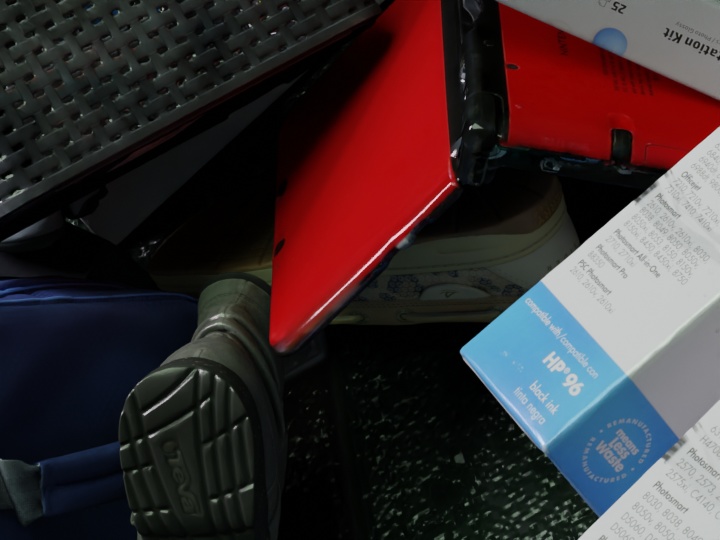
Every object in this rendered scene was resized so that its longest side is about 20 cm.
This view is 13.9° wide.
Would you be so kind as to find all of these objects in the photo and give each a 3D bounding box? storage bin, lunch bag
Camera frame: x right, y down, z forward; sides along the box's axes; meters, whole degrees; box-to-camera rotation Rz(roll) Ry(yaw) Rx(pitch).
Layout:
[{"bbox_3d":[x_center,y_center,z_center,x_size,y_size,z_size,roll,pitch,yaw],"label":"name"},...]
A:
[{"bbox_3d":[-0.108,-0.087,1.194,0.200,0.094,0.135,-30,1,-28],"label":"storage bin"},{"bbox_3d":[-0.147,0.072,1.150,0.132,0.200,0.136,-4,92,36],"label":"lunch bag"}]

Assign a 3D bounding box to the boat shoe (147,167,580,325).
[{"bbox_3d":[0.000,0.000,1.208,0.200,0.063,0.073,-3,36,37],"label":"boat shoe"}]

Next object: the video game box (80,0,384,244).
[{"bbox_3d":[-0.093,-0.127,1.414,0.200,0.047,0.182,-43,42,-2],"label":"video game box"}]

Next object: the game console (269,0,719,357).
[{"bbox_3d":[0.060,-0.048,1.156,0.172,0.119,0.200,9,30,-6],"label":"game console"}]

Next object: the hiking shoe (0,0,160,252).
[{"bbox_3d":[-0.118,-0.102,1.304,0.074,0.087,0.200,8,53,37],"label":"hiking shoe"}]

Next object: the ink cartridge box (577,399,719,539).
[{"bbox_3d":[0.153,0.094,0.964,0.200,0.116,0.067,-44,40,-3],"label":"ink cartridge box"}]

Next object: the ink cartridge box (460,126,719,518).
[{"bbox_3d":[0.150,0.011,1.040,0.200,0.116,0.068,-41,41,1],"label":"ink cartridge box"}]

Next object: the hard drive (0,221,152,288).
[{"bbox_3d":[-0.198,0.044,1.297,0.135,0.042,0.200,24,61,25],"label":"hard drive"}]

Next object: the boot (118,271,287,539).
[{"bbox_3d":[-0.050,0.109,1.125,0.068,0.200,0.131,4,14,8],"label":"boot"}]

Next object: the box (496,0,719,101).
[{"bbox_3d":[0.104,-0.136,1.133,0.156,0.200,0.041,-72,5,-57],"label":"box"}]
